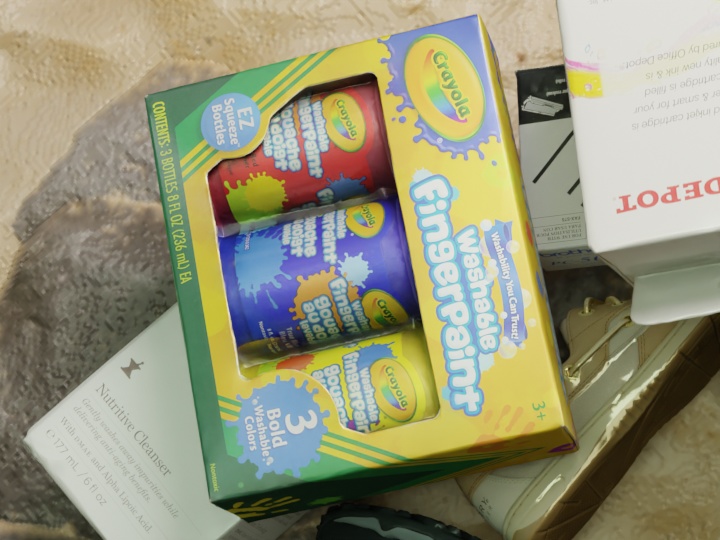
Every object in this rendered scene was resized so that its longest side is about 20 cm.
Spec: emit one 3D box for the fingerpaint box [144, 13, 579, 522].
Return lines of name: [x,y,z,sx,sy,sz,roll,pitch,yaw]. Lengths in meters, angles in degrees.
fingerpaint box: [0.000,0.000,1.036,0.166,0.073,0.201,-12,75,9]

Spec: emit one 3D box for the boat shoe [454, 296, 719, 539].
boat shoe: [0.123,0.046,1.084,0.069,0.074,0.200,38,78,25]

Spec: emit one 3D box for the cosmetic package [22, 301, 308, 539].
cosmetic package: [-0.052,0.063,1.110,0.200,0.081,0.113,-43,73,0]

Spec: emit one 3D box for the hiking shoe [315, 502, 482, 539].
hiking shoe: [0.059,0.179,1.067,0.199,0.074,0.087,25,83,15]

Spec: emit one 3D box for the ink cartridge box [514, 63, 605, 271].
ink cartridge box: [0.176,-0.060,1.059,0.199,0.044,0.094,-7,75,18]

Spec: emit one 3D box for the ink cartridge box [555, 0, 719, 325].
ink cartridge box: [0.165,-0.076,0.973,0.128,0.125,0.201,-10,75,18]
